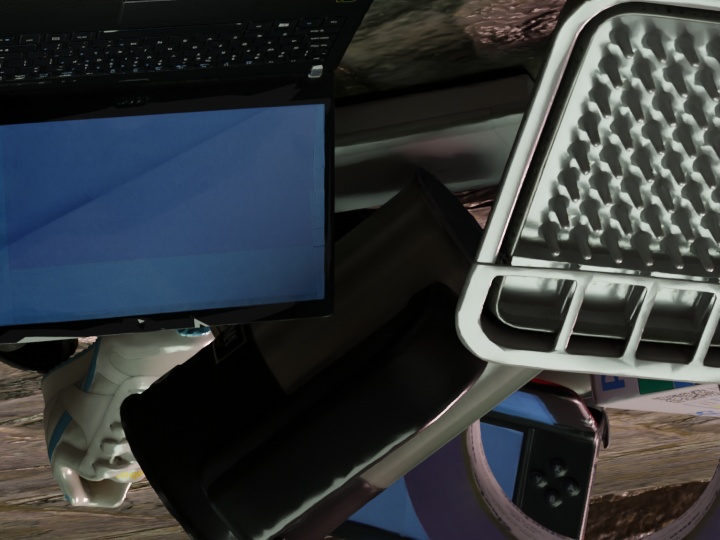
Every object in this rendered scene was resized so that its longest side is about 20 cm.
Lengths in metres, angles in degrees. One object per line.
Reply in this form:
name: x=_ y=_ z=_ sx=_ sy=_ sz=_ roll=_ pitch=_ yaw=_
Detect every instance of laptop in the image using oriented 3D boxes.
laptop: x=-0.087 y=-0.042 z=0.986 sx=0.177 sy=0.103 sz=0.200 roll=-5 pitch=169 yaw=-11

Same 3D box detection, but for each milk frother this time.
milk frother: x=0.022 y=0.094 z=1.151 sx=0.188 sy=0.200 sz=0.181 roll=-38 pitch=-154 yaw=10

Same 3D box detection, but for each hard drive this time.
hard drive: x=-0.005 y=-0.054 z=1.182 sx=0.200 sy=0.026 sz=0.132 roll=-10 pitch=169 yaw=12

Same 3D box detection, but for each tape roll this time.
tape roll: x=0.123 y=0.081 z=1.242 sx=0.200 sy=0.200 sz=0.085 roll=-8 pitch=-178 yaw=7

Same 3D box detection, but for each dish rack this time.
dish rack: x=0.137 y=-0.042 z=1.035 sx=0.171 sy=0.044 sz=0.200 roll=6 pitch=128 yaw=-16

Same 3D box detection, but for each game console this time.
game console: x=0.028 y=0.106 z=1.389 sx=0.200 sy=0.173 sz=0.119 roll=13 pitch=-159 yaw=15

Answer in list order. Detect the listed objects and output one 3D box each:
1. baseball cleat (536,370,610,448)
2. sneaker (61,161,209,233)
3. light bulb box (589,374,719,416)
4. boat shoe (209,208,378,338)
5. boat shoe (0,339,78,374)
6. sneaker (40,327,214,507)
baseball cleat: x=0.052 y=0.097 z=1.470 sx=0.200 sy=0.107 sz=0.070 roll=-10 pitch=175 yaw=21
sneaker: x=-0.165 y=-0.035 z=1.108 sx=0.200 sy=0.060 sz=0.104 roll=-7 pitch=175 yaw=1
light bulb box: x=0.259 y=0.008 z=1.402 sx=0.200 sy=0.125 sz=0.198 roll=-12 pitch=168 yaw=33
boat shoe: x=0.000 y=0.000 z=1.284 sx=0.062 sy=0.075 sz=0.200 roll=-41 pitch=166 yaw=36
boat shoe: x=-0.192 y=0.015 z=1.330 sx=0.072 sy=0.061 sz=0.201 roll=-8 pitch=169 yaw=5
sneaker: x=-0.120 y=0.072 z=1.343 sx=0.076 sy=0.081 sz=0.200 roll=0 pitch=158 yaw=-24
